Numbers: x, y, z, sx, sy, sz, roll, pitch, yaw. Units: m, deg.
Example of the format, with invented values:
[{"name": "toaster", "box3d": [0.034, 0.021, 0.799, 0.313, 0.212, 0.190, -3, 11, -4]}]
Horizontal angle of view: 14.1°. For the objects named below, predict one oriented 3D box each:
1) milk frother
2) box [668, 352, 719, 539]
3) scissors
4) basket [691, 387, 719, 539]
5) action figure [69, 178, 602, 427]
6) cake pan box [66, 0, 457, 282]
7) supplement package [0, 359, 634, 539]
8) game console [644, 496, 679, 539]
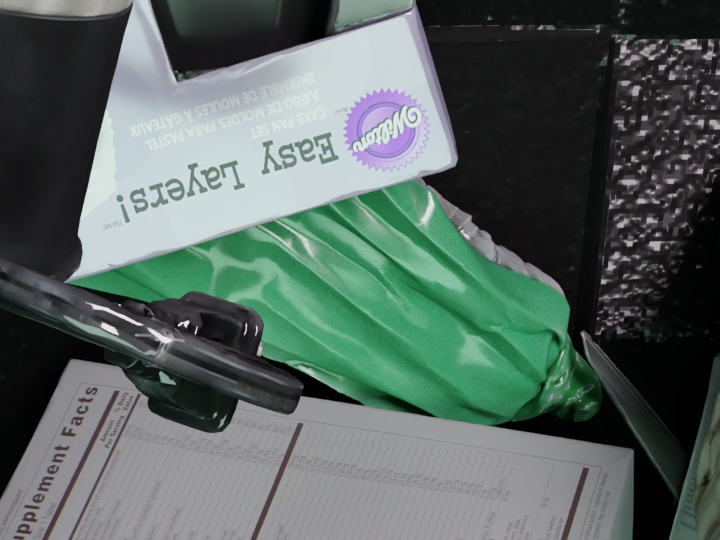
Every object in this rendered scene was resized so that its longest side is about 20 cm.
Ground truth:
[{"name": "milk frother", "box3d": [-0.078, -0.079, 0.738, 0.200, 0.181, 0.188, 20, 108, 10]}, {"name": "box", "box3d": [0.193, 0.118, 1.019, 0.200, 0.036, 0.145, 12, 93, -30]}, {"name": "scissors", "box3d": [0.133, 0.093, 1.011, 0.073, 0.014, 0.200, -29, 110, -19]}, {"name": "basket", "box3d": [0.208, 0.068, 0.886, 0.200, 0.123, 0.136, 5, 124, -10]}, {"name": "action figure", "box3d": [0.000, 0.000, 0.963, 0.200, 0.055, 0.118, 32, 114, -21]}, {"name": "cake pan box", "box3d": [-0.082, -0.093, 0.864, 0.200, 0.052, 0.185, -15, 110, 3]}, {"name": "supplement package", "box3d": [-0.017, 0.118, 0.967, 0.200, 0.114, 0.110, 9, 132, 14]}, {"name": "game console", "box3d": [0.156, 0.136, 1.097, 0.200, 0.117, 0.176, 39, 142, -27]}]
